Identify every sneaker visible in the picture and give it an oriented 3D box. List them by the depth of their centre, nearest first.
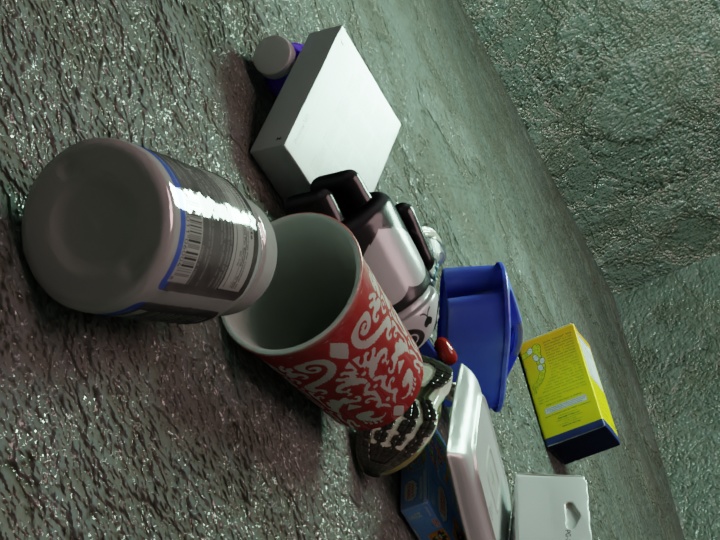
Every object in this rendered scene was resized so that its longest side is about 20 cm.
[{"bbox_3d":[0.048,0.170,1.384,0.200,0.076,0.089,-49,149,-57],"label":"sneaker"},{"bbox_3d":[0.059,-0.002,1.623,0.087,0.078,0.200,53,21,18],"label":"sneaker"}]

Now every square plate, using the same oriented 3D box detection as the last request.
[{"bbox_3d":[0.134,0.232,1.453,0.198,0.028,0.201,-72,148,-65],"label":"square plate"}]

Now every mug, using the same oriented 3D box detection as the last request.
[{"bbox_3d":[-0.027,0.039,1.207,0.200,0.132,0.179,52,23,-53],"label":"mug"}]

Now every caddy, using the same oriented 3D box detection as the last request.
[{"bbox_3d":[0.154,0.085,1.674,0.142,0.104,0.201,-94,-176,-54],"label":"caddy"}]

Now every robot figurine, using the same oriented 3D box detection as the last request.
[{"bbox_3d":[0.002,-0.001,1.355,0.201,0.149,0.125,63,3,-14],"label":"robot figurine"}]

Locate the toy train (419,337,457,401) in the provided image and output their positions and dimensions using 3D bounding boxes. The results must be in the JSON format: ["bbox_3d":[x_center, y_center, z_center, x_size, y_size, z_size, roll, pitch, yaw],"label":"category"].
[{"bbox_3d":[0.056,0.084,1.530,0.200,0.084,0.116,52,8,-48],"label":"toy train"}]

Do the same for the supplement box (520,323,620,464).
[{"bbox_3d":[0.360,0.214,2.300,0.109,0.109,0.201,45,28,-55],"label":"supplement box"}]

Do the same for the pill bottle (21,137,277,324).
[{"bbox_3d":[-0.138,-0.021,0.933,0.115,0.113,0.200,70,15,12],"label":"pill bottle"}]

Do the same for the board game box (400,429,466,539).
[{"bbox_3d":[0.101,0.277,1.471,0.152,0.036,0.201,-86,151,-57],"label":"board game box"}]

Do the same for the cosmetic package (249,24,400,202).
[{"bbox_3d":[-0.034,-0.146,1.460,0.151,0.051,0.201,58,39,-36],"label":"cosmetic package"}]

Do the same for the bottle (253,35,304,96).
[{"bbox_3d":[-0.062,-0.217,1.555,0.200,0.065,0.084,32,36,-65],"label":"bottle"}]

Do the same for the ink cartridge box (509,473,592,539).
[{"bbox_3d":[0.206,0.348,1.485,0.146,0.083,0.201,-81,173,-60],"label":"ink cartridge box"}]
